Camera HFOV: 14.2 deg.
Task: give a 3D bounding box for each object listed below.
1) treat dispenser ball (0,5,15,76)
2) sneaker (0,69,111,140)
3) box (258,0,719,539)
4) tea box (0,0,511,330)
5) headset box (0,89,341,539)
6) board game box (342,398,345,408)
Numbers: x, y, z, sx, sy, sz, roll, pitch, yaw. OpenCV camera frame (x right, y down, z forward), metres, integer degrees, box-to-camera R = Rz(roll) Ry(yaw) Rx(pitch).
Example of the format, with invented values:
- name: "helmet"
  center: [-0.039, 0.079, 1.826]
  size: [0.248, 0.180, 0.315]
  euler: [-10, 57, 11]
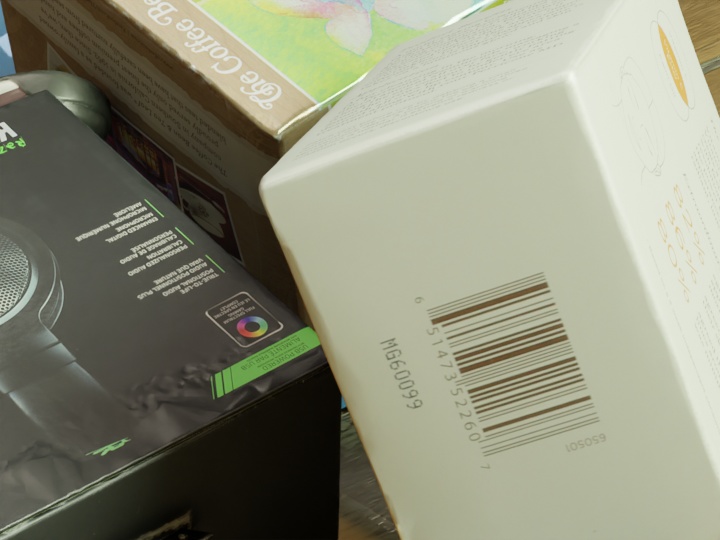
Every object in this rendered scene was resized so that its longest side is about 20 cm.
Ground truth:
- name: "treat dispenser ball"
  center: [-0.140, -0.060, 1.504]
  size: [0.200, 0.202, 0.201]
  euler: [-21, 11, 4]
- name: "sneaker"
  center: [-0.166, 0.015, 1.150]
  size: [0.200, 0.116, 0.075]
  euler: [-35, -35, 24]
- name: "box"
  center: [0.063, -0.001, 0.943]
  size: [0.106, 0.153, 0.200]
  euler: [-19, 11, 18]
- name: "tea box"
  center: [-0.016, -0.104, 1.188]
  size: [0.196, 0.134, 0.200]
  euler: [-35, 53, -23]
- name: "headset box"
  center: [-0.124, 0.051, 1.003]
  size: [0.173, 0.093, 0.200]
  euler: [-25, 48, -28]
- name: "board game box"
  center: [-0.040, -0.027, 1.250]
  size: [0.195, 0.056, 0.200]
  euler: [-26, 48, -17]
